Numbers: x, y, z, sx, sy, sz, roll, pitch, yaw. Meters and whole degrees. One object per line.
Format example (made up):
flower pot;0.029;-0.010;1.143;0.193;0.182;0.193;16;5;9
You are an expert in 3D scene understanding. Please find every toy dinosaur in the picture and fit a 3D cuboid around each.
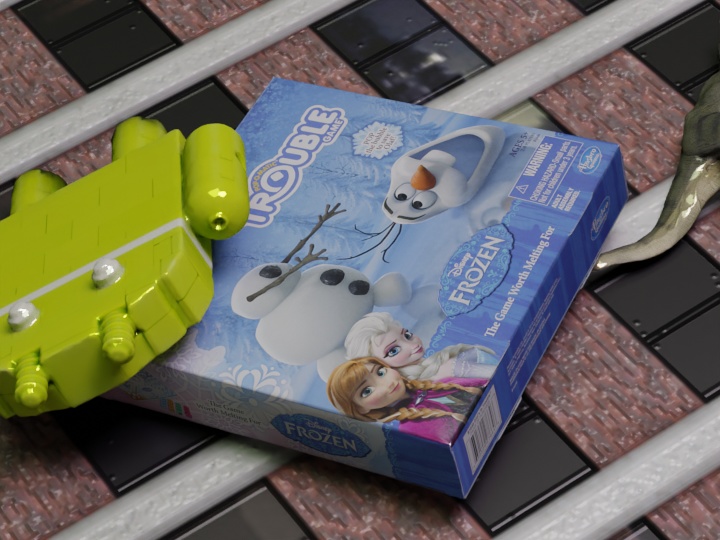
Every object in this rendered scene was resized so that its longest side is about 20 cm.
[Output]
toy dinosaur;0.192;-0.064;1.133;0.088;0.048;0.200;5;48;36

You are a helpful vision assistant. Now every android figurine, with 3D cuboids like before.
android figurine;-0.132;-0.002;1.073;0.181;0.041;0.200;-25;30;12

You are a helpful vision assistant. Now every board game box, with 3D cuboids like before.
board game box;0.000;0.000;1.086;0.198;0.044;0.200;12;50;26
